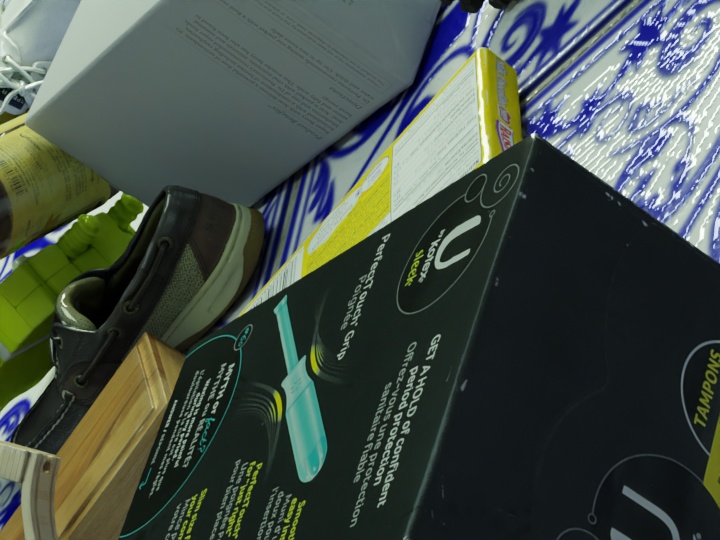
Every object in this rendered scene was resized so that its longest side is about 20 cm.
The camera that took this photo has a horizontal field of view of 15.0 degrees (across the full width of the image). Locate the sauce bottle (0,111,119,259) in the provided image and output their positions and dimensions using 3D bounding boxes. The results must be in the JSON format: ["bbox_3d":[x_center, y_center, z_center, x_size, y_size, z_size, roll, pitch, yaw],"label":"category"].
[{"bbox_3d":[-0.164,-0.056,1.461,0.065,0.065,0.200,-42,-6,36],"label":"sauce bottle"}]

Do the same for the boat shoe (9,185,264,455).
[{"bbox_3d":[-0.127,0.028,1.395,0.200,0.065,0.073,-48,22,26],"label":"boat shoe"}]

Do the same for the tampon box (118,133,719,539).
[{"bbox_3d":[0.025,0.081,0.849,0.200,0.126,0.150,-32,32,49],"label":"tampon box"}]

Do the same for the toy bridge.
[{"bbox_3d":[-0.170,0.181,1.254,0.067,0.027,0.201,11,84,30],"label":"toy bridge"}]

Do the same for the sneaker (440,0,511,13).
[{"bbox_3d":[0.089,-0.199,1.214,0.200,0.078,0.085,-34,28,49],"label":"sneaker"}]

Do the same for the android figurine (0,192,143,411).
[{"bbox_3d":[-0.186,0.032,1.485,0.200,0.041,0.182,-47,-7,32],"label":"android figurine"}]

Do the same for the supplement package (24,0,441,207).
[{"bbox_3d":[-0.060,-0.126,1.393,0.200,0.121,0.120,-34,30,47],"label":"supplement package"}]

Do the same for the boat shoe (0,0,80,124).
[{"bbox_3d":[-0.244,-0.136,1.926,0.202,0.074,0.086,-48,20,30],"label":"boat shoe"}]

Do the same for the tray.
[{"bbox_3d":[-0.144,0.132,1.317,0.200,0.037,0.099,-53,20,9],"label":"tray"}]

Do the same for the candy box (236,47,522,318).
[{"bbox_3d":[0.000,0.000,1.191,0.200,0.026,0.102,-47,24,26],"label":"candy box"}]
